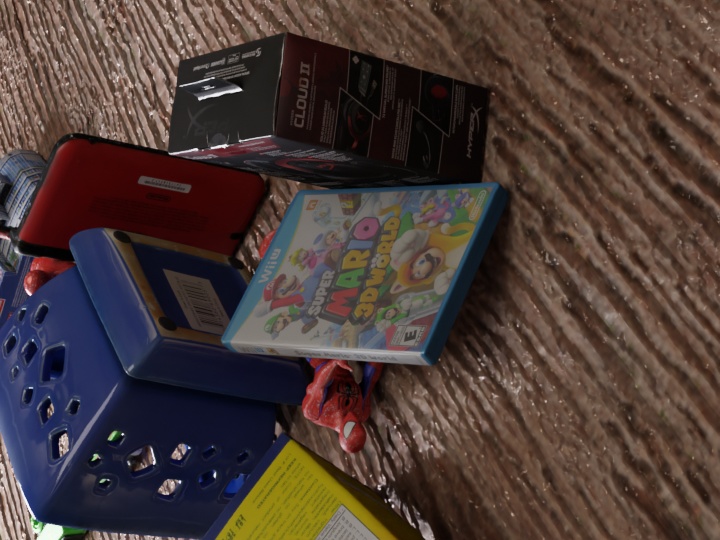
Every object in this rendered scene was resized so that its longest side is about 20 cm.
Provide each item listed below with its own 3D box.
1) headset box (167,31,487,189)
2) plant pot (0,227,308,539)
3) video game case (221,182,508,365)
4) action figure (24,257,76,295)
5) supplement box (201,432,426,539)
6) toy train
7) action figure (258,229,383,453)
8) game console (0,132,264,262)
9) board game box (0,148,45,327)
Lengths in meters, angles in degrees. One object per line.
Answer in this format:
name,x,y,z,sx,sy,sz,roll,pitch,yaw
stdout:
headset box,-0.032,-0.109,1.069,0.148,0.200,0.075,-2,80,55
plant pot,-0.170,0.086,1.224,0.180,0.200,0.200,-56,43,22
video game case,0.000,0.000,1.071,0.200,0.018,0.143,0,56,43
action figure,-0.239,0.014,1.329,0.065,0.200,0.052,18,92,22
supplement box,-0.005,0.216,1.006,0.109,0.109,0.200,-53,38,-1
toy train,-0.267,0.213,1.458,0.200,0.042,0.056,-52,54,33
action figure,-0.018,0.040,1.128,0.099,0.065,0.200,-51,43,40
game console,-0.215,-0.060,1.310,0.173,0.200,0.119,-60,41,26
board game box,-0.409,-0.033,1.695,0.200,0.062,0.200,39,113,50
